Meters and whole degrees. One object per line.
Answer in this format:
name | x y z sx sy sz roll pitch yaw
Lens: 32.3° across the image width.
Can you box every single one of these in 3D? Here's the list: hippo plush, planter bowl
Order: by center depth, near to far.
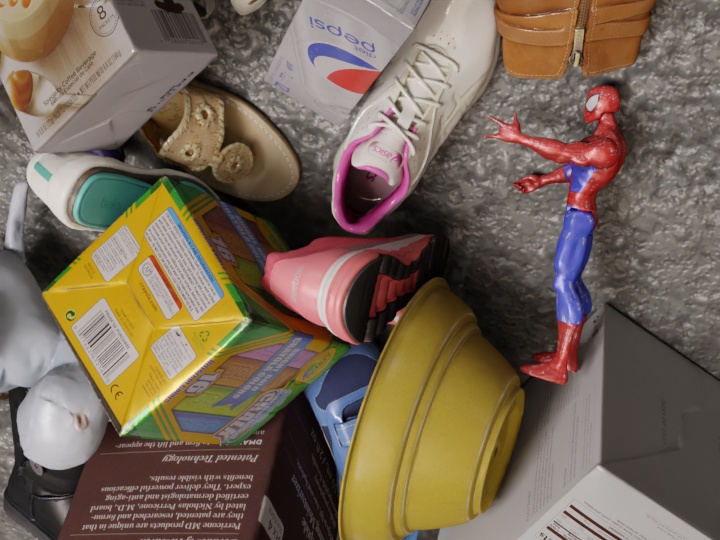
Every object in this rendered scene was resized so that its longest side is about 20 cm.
planter bowl | 0.062 0.113 0.868 0.083 0.201 0.202 18 124 17
hippo plush | -0.256 0.078 0.942 0.160 0.201 0.159 33 127 -12

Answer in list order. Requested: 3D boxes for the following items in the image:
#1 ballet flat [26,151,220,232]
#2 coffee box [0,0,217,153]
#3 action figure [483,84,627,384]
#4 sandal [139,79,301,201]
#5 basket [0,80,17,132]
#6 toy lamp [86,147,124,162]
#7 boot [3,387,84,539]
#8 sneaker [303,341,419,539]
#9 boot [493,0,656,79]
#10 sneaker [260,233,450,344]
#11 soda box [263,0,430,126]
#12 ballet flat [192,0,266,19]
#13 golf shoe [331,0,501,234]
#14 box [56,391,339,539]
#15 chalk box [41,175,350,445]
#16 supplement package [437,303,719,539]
ballet flat | -0.161 -0.050 0.882 0.069 0.200 0.070 -4 79 24
coffee box | -0.189 -0.190 0.787 0.114 0.079 0.201 -35 77 33
action figure | 0.126 -0.034 0.861 0.098 0.065 0.202 17 103 16
sandal | -0.140 -0.107 0.889 0.211 0.070 0.078 41 121 -12
basket | -0.339 -0.141 0.841 0.198 0.199 0.162 -16 114 22
toy lamp | -0.186 -0.030 0.955 0.058 0.058 0.202 -9 118 18
boot | -0.234 0.157 1.062 0.163 0.066 0.202 23 121 15
sneaker | 0.009 0.136 0.981 0.073 0.082 0.202 -22 121 -9
boot | 0.175 -0.192 0.764 0.197 0.077 0.156 -6 128 2
sneaker | 0.000 0.000 0.864 0.086 0.200 0.075 17 98 22
soda box | -0.004 -0.155 0.760 0.063 0.069 0.200 30 165 -7
ballet flat | -0.094 -0.199 0.823 0.198 0.068 0.063 6 134 30
golf shoe | 0.037 -0.107 0.836 0.075 0.092 0.201 26 121 -1
box | -0.121 0.210 0.979 0.162 0.201 0.167 -4 134 16
chalk box | -0.099 0.038 0.881 0.124 0.200 0.125 -41 68 13
supplement package | 0.170 0.176 0.912 0.146 0.192 0.200 33 123 -9
